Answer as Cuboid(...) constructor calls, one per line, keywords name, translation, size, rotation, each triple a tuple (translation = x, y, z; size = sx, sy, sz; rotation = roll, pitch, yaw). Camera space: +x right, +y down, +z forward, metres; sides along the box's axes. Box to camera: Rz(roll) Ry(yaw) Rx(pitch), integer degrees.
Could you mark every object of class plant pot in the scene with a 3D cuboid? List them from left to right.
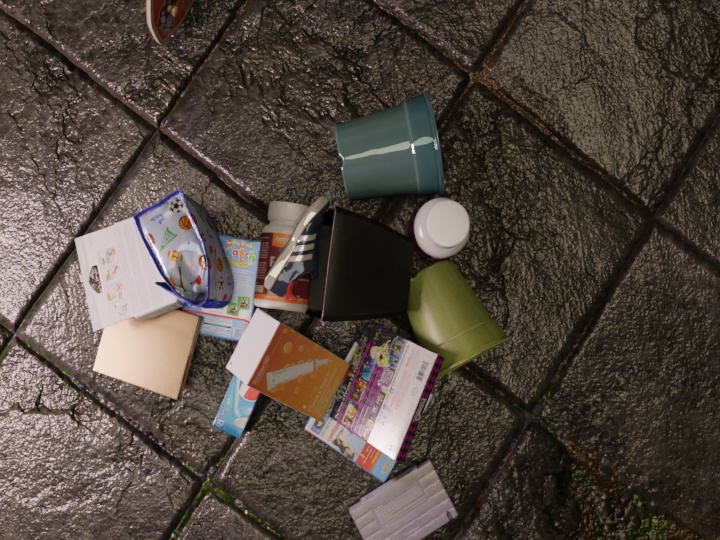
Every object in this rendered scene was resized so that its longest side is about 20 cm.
Cuboid(name="plant pot", translation=(0.000, 0.000, 1.181), size=(0.171, 0.199, 0.208), rotation=(7, 87, -15))
Cuboid(name="plant pot", translation=(0.055, -0.232, 1.195), size=(0.189, 0.200, 0.208), rotation=(-9, 88, 4))
Cuboid(name="plant pot", translation=(0.170, 0.091, 1.195), size=(0.195, 0.201, 0.195), rotation=(-24, 76, -4))

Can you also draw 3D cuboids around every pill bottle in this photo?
Cuboid(name="pill bottle", translation=(-0.147, -0.026, 1.202), size=(0.110, 0.114, 0.208), rotation=(6, 87, -3))
Cuboid(name="pill bottle", translation=(0.151, -0.079, 1.179), size=(0.108, 0.200, 0.117), rotation=(0, 87, -3))

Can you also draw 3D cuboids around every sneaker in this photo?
Cuboid(name="sneaker", translation=(-0.098, -0.037, 1.122), size=(0.083, 0.075, 0.203), rotation=(32, 91, -10))

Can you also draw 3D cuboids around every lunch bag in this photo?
Cuboid(name="lunch bag", translation=(-0.317, -0.021, 1.128), size=(0.121, 0.170, 0.205), rotation=(-28, 87, 1))

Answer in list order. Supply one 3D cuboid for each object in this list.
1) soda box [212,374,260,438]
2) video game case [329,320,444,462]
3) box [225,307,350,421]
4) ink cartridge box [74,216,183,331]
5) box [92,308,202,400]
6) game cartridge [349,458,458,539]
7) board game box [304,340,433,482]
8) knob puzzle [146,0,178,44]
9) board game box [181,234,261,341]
Cuboid(name="soda box", translation=(-0.223, 0.223, 1.209), size=(0.062, 0.068, 0.206), rotation=(23, 86, -2))
Cuboid(name="video game case", translation=(0.046, 0.221, 1.132), size=(0.178, 0.035, 0.206), rotation=(20, 86, 41))
Cuboid(name="box", translation=(-0.135, 0.181, 1.150), size=(0.198, 0.096, 0.127), rotation=(36, 80, -38))
Cuboid(name="ink cartridge box", translation=(-0.457, 0.003, 1.195), size=(0.168, 0.044, 0.206), rotation=(-19, 73, -3))
Cuboid(name="box", translation=(-0.425, 0.147, 1.203), size=(0.193, 0.021, 0.169), rotation=(15, 87, 10))
Cuboid(name="game cartridge", translation=(0.087, 0.490, 1.234), size=(0.196, 0.038, 0.132), rotation=(-29, 85, -4))
Cuboid(name="board game box", translation=(0.017, 0.282, 1.227), size=(0.193, 0.056, 0.204), rotation=(33, 86, -2))
Cuboid(name="knob puzzle", translation=(-0.358, -0.539, 1.183), size=(0.030, 0.220, 0.225), rotation=(26, 86, -2))
Cuboid(name="board game box", translation=(-0.282, 0.032, 1.230), size=(0.146, 0.037, 0.208), rotation=(9, 88, -1))
